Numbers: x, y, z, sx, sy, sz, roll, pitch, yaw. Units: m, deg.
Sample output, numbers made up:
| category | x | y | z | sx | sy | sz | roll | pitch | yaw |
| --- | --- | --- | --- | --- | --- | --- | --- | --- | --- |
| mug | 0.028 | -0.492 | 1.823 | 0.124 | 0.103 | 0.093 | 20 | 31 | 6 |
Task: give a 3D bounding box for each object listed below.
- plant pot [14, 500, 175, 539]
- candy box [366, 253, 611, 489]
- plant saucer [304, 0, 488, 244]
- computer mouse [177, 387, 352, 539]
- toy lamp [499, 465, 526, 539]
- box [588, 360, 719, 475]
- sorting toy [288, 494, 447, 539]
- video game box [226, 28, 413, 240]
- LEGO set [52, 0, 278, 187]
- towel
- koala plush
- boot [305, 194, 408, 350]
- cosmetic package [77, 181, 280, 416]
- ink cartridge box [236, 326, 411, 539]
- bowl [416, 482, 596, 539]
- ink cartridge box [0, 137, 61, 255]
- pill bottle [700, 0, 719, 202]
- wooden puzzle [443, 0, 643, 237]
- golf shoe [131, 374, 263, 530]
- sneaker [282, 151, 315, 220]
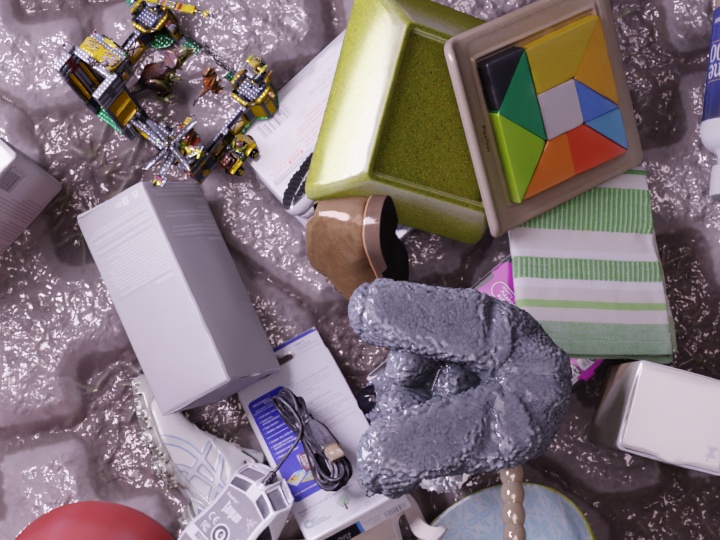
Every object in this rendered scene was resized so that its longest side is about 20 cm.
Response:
| category | x | y | z | sx | sy | sz | roll | pitch | yaw |
| --- | --- | --- | --- | --- | --- | --- | --- | --- | --- |
| plant pot | -0.248 | 0.309 | 1.365 | 0.199 | 0.177 | 0.201 | 0 | 86 | 1 |
| candy box | 0.122 | 0.088 | 1.440 | 0.200 | 0.061 | 0.136 | -41 | 86 | -3 |
| plant saucer | 0.067 | -0.136 | 1.373 | 0.199 | 0.048 | 0.201 | 14 | 92 | -33 |
| computer mouse | -0.094 | 0.210 | 1.368 | 0.200 | 0.044 | 0.110 | -50 | 57 | 3 |
| toy lamp | 0.132 | 0.165 | 1.357 | 0.058 | 0.058 | 0.201 | 2 | 69 | 0 |
| box | 0.265 | 0.130 | 1.367 | 0.095 | 0.200 | 0.078 | 15 | 86 | 1 |
| sorting toy | -0.002 | 0.278 | 1.376 | 0.180 | 0.200 | 0.107 | -47 | 108 | -5 |
| video game box | 0.006 | -0.121 | 1.464 | 0.200 | 0.047 | 0.182 | -43 | 85 | -3 |
| LEGO set | -0.179 | -0.177 | 1.408 | 0.154 | 0.116 | 0.200 | -44 | 70 | -5 |
| towel | 0.207 | -0.011 | 1.418 | 0.152 | 0.023 | 0.201 | 3 | 63 | -15 |
| koala plush | 0.070 | 0.110 | 1.305 | 0.183 | 0.200 | 0.178 | 0 | 75 | -10 |
| boot | 0.000 | 0.000 | 1.397 | 0.075 | 0.200 | 0.074 | 4 | 53 | 14 |
| cosmetic package | -0.163 | 0.023 | 1.407 | 0.090 | 0.107 | 0.201 | -25 | 80 | 23 |
| ink cartridge box | -0.040 | 0.154 | 1.420 | 0.099 | 0.039 | 0.200 | -28 | 56 | -2 |
| bowl | 0.141 | 0.304 | 1.389 | 0.200 | 0.200 | 0.108 | -41 | 129 | -3 |
| ink cartridge box | -0.355 | -0.035 | 1.379 | 0.045 | 0.200 | 0.176 | 40 | 86 | 3 |
| pill bottle | 0.375 | -0.163 | 1.435 | 0.110 | 0.111 | 0.201 | 7 | 85 | 0 |
| wooden puzzle | 0.173 | -0.148 | 1.386 | 0.200 | 0.037 | 0.186 | -28 | 114 | -28 |
| golf shoe | -0.142 | 0.177 | 1.435 | 0.097 | 0.078 | 0.201 | -27 | 94 | -13 |
| sneaker | 0.014 | -0.115 | 1.416 | 0.080 | 0.074 | 0.200 | 39 | 85 | -21 |
